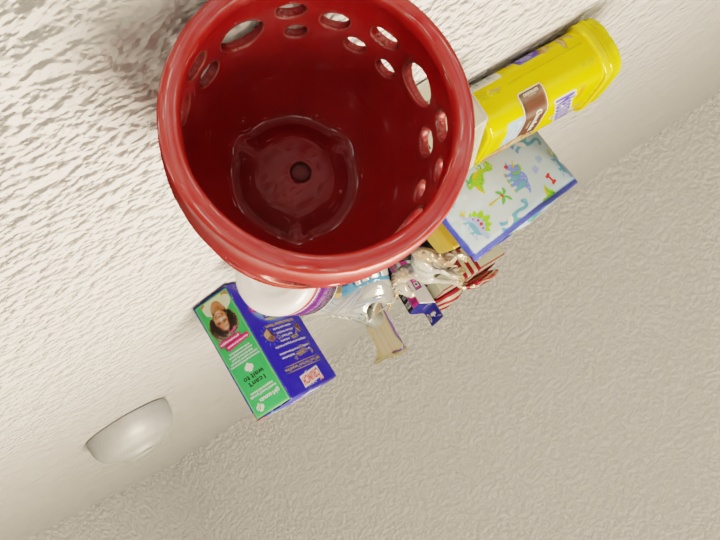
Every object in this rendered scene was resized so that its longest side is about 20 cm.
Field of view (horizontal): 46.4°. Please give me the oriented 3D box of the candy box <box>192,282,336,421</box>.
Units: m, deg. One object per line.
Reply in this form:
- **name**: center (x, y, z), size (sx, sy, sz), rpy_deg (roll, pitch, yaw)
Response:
- **candy box**: center (-0.146, 0.116, 1.317), size (0.077, 0.200, 0.169), rpy_deg (-36, 171, 20)

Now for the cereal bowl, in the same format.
- **cereal bowl**: center (-0.506, 0.373, 1.885), size (0.200, 0.083, 0.200), rpy_deg (-32, 171, -6)

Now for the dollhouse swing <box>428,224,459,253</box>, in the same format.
- **dollhouse swing**: center (0.180, -0.106, 1.439), size (0.200, 0.182, 0.176), rpy_deg (-31, 160, -16)

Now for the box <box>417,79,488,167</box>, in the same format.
- **box**: center (0.089, -0.160, 1.020), size (0.095, 0.078, 0.200), rpy_deg (-32, 172, -3)

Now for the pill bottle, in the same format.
- **pill bottle**: center (-0.096, 0.009, 1.188), size (0.112, 0.112, 0.200), rpy_deg (-34, 172, 7)

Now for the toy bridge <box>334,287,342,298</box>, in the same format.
- **toy bridge**: center (-0.035, -0.037, 1.299), size (0.027, 0.067, 0.200), rpy_deg (0, 146, -7)

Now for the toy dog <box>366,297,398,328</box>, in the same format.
- **toy dog**: center (0.010, 0.051, 1.680), size (0.200, 0.132, 0.096), rpy_deg (128, -18, -79)

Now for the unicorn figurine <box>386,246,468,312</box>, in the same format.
- **unicorn figurine**: center (0.122, 0.004, 1.530), size (0.200, 0.137, 0.074), rpy_deg (89, 11, -55)

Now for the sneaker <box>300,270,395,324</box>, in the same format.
- **sneaker**: center (-0.024, 0.067, 1.541), size (0.200, 0.087, 0.075), rpy_deg (-25, 179, 27)

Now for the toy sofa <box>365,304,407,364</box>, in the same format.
- **toy sofa**: center (0.049, 0.130, 2.152), size (0.098, 0.200, 0.083), rpy_deg (-31, 173, 27)

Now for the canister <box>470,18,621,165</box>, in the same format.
- **canister**: center (0.221, -0.229, 1.101), size (0.200, 0.087, 0.149), rpy_deg (-30, 172, -10)

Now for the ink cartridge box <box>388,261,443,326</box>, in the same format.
- **ink cartridge box**: center (0.094, 0.024, 1.696), size (0.037, 0.200, 0.095), rpy_deg (-31, 171, -17)

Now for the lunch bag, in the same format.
- **lunch bag**: center (0.177, -0.125, 1.201), size (0.200, 0.170, 0.127), rpy_deg (-35, 173, -31)

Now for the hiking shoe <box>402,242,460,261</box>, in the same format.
- **hiking shoe**: center (0.108, -0.040, 1.578), size (0.200, 0.076, 0.101), rpy_deg (-11, 150, 39)

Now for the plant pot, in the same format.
- **plant pot**: center (-0.041, -0.083, 0.596), size (0.200, 0.200, 0.182), rpy_deg (-31, 180, -14)

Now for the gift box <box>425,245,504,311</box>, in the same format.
- **gift box**: center (0.176, -0.030, 1.742), size (0.184, 0.187, 0.200), rpy_deg (-31, 171, -12)
